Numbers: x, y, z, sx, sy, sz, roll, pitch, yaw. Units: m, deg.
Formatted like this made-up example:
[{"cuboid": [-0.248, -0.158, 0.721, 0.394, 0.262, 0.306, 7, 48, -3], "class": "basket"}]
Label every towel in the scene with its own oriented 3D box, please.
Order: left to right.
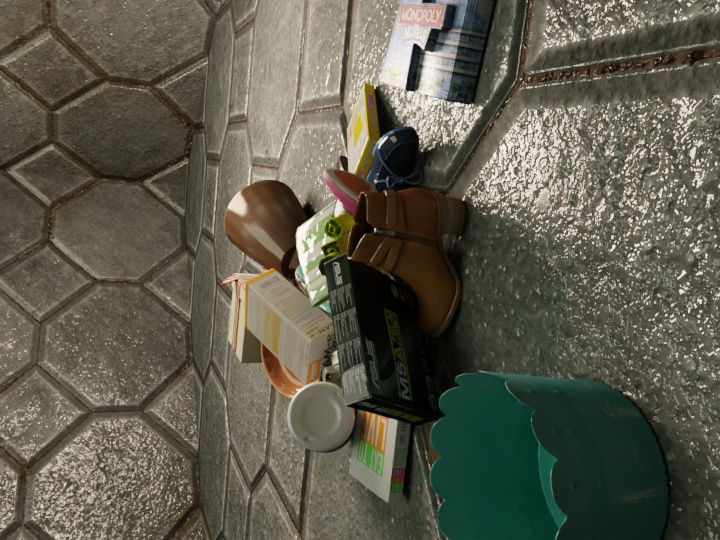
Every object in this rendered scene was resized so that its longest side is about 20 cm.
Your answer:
[{"cuboid": [-0.046, -0.044, 1.193, 0.152, 0.023, 0.201, -34, 46, 14], "class": "towel"}]

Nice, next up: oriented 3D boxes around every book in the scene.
[{"cuboid": [0.039, 0.246, 1.041, 0.133, 0.048, 0.202, -172, 88, -66], "class": "book"}]

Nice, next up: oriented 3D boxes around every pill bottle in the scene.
[{"cuboid": [-0.063, 0.260, 1.139, 0.200, 0.111, 0.113, 86, 179, -73], "class": "pill bottle"}]

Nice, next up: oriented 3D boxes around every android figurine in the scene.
[{"cuboid": [0.000, 0.000, 1.003, 0.041, 0.200, 0.183, -23, 93, 23], "class": "android figurine"}]

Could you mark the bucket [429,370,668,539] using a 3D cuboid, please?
[{"cuboid": [0.167, 0.194, 0.608, 0.207, 0.134, 0.209, -177, 90, -68], "class": "bucket"}]

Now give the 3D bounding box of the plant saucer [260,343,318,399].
[{"cuboid": [-0.121, 0.164, 1.340, 0.199, 0.037, 0.202, 0, 90, 36], "class": "plant saucer"}]

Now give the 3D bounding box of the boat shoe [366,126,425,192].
[{"cuboid": [0.057, -0.146, 1.012, 0.200, 0.084, 0.069, 105, 153, -68], "class": "boat shoe"}]

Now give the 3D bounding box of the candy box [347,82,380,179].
[{"cuboid": [0.003, -0.236, 1.136, 0.201, 0.026, 0.103, -93, 19, -49], "class": "candy box"}]

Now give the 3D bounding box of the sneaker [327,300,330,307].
[{"cuboid": [-0.028, 0.001, 1.216, 0.078, 0.066, 0.201, -46, 34, 21], "class": "sneaker"}]

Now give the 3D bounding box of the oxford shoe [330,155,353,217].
[{"cuboid": [-0.023, -0.121, 1.155, 0.084, 0.072, 0.201, -35, 48, 29], "class": "oxford shoe"}]

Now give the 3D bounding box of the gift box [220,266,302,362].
[{"cuboid": [-0.212, 0.095, 1.467, 0.184, 0.199, 0.188, 28, 112, 60], "class": "gift box"}]

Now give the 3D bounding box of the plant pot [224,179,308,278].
[{"cuboid": [-0.179, -0.075, 1.460, 0.200, 0.186, 0.188, 45, 130, 42], "class": "plant pot"}]

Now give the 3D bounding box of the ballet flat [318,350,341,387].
[{"cuboid": [-0.028, 0.175, 1.175, 0.200, 0.065, 0.071, 119, 144, -47], "class": "ballet flat"}]

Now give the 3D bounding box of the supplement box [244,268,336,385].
[{"cuboid": [-0.136, 0.107, 1.258, 0.200, 0.073, 0.127, 39, 138, 29], "class": "supplement box"}]

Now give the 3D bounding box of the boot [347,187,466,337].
[{"cuboid": [0.058, -0.009, 0.865, 0.077, 0.154, 0.202, 33, 117, 58], "class": "boot"}]

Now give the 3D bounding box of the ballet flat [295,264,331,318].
[{"cuboid": [-0.068, 0.052, 1.296, 0.200, 0.072, 0.072, 47, 130, 50], "class": "ballet flat"}]

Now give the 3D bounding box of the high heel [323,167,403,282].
[{"cuboid": [0.011, -0.069, 0.997, 0.096, 0.199, 0.067, -57, -5, 38], "class": "high heel"}]

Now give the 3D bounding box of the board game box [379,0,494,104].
[{"cuboid": [0.105, -0.350, 0.913, 0.200, 0.061, 0.201, -134, 50, -60], "class": "board game box"}]

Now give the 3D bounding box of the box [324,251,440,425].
[{"cuboid": [0.032, 0.098, 0.890, 0.047, 0.193, 0.201, -22, 60, 23], "class": "box"}]
